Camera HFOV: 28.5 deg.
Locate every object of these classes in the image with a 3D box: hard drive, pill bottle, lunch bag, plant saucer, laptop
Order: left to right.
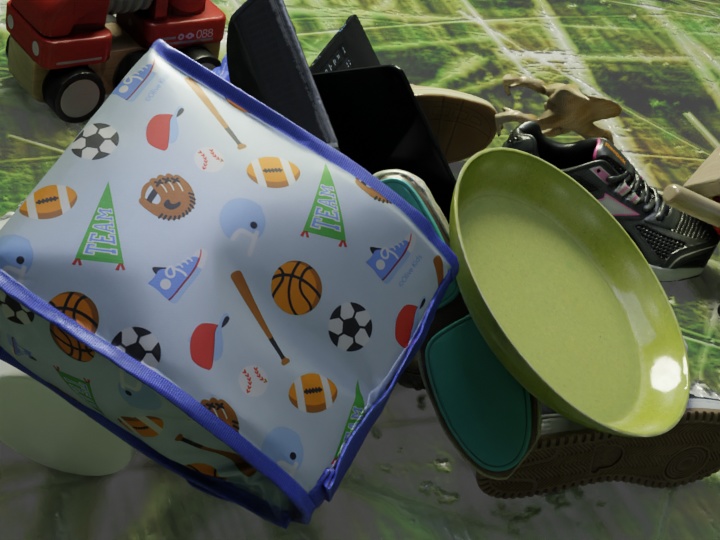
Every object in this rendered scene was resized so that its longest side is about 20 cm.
[{"bbox_3d":[-0.147,0.011,0.842,0.115,0.116,0.201,16,53,3],"label":"pill bottle"},{"bbox_3d":[-0.069,0.014,0.727,0.199,0.124,0.171,29,64,6],"label":"lunch bag"},{"bbox_3d":[-0.056,-0.107,0.999,0.042,0.200,0.136,-19,80,-8],"label":"hard drive"},{"bbox_3d":[0.045,-0.089,1.014,0.103,0.178,0.200,-17,22,25],"label":"laptop"},{"bbox_3d":[0.121,0.017,0.856,0.199,0.031,0.201,29,41,-28],"label":"plant saucer"}]

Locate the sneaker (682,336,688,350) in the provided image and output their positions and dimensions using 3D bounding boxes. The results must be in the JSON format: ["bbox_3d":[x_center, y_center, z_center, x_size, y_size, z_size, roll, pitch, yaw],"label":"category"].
[{"bbox_3d":[0.162,0.017,1.034,0.099,0.078,0.201,7,35,-35],"label":"sneaker"}]

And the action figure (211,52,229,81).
[{"bbox_3d":[-0.137,-0.129,1.124,0.199,0.065,0.052,-33,94,-31],"label":"action figure"}]

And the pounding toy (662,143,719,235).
[{"bbox_3d":[0.319,-0.044,1.037,0.184,0.142,0.200,42,3,1],"label":"pounding toy"}]

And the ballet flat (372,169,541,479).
[{"bbox_3d":[0.059,0.029,0.863,0.201,0.067,0.062,67,10,10],"label":"ballet flat"}]

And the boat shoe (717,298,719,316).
[{"bbox_3d":[0.329,0.066,1.015,0.200,0.066,0.072,30,-9,45],"label":"boat shoe"}]

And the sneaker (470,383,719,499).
[{"bbox_3d":[0.152,0.084,0.922,0.198,0.071,0.109,-3,40,-19],"label":"sneaker"}]

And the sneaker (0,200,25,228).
[{"bbox_3d":[-0.247,-0.018,0.920,0.115,0.074,0.200,20,35,3],"label":"sneaker"}]

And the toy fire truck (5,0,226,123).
[{"bbox_3d":[-0.180,-0.227,1.131,0.175,0.201,0.129,-14,42,-35],"label":"toy fire truck"}]

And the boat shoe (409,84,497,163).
[{"bbox_3d":[0.018,-0.132,1.186,0.198,0.073,0.065,-3,38,-15],"label":"boat shoe"}]

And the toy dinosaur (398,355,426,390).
[{"bbox_3d":[0.000,0.000,0.971,0.047,0.089,0.200,-6,38,-43],"label":"toy dinosaur"}]

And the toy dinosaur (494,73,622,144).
[{"bbox_3d":[0.166,-0.138,1.179,0.100,0.059,0.200,3,-10,18],"label":"toy dinosaur"}]

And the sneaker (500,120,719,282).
[{"bbox_3d":[0.197,-0.058,1.129,0.198,0.087,0.081,16,35,2],"label":"sneaker"}]
